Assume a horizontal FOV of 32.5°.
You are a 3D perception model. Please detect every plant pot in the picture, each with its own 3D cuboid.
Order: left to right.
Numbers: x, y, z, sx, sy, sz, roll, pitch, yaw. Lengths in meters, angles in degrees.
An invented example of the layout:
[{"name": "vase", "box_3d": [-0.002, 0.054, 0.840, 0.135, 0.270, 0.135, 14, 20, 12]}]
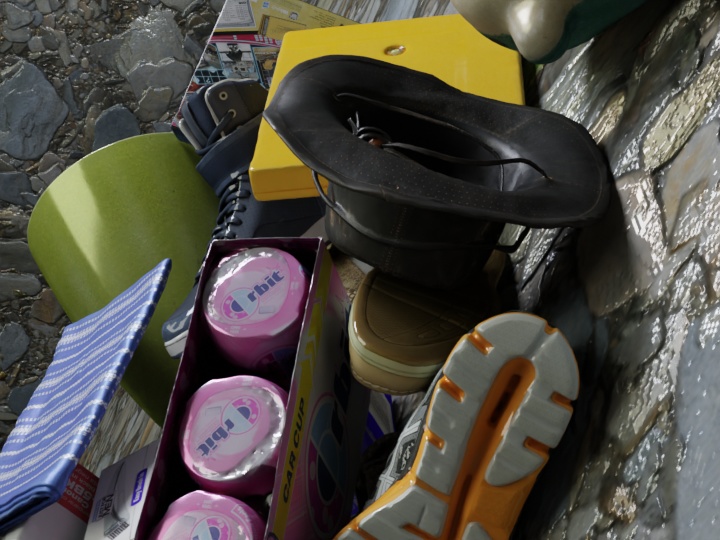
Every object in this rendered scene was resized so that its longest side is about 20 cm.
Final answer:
[{"name": "plant pot", "box_3d": [-0.149, 0.027, 0.991, 0.188, 0.186, 0.201, -54, 51, 37]}]

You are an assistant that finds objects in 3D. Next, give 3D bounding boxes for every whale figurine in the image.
[{"name": "whale figurine", "box_3d": [0.138, -0.179, 0.686, 0.199, 0.103, 0.160, 13, 77, 51]}]

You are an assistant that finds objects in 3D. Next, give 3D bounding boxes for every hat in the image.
[{"name": "hat", "box_3d": [0.035, -0.039, 0.638, 0.201, 0.199, 0.082, -94, 16, -63]}]

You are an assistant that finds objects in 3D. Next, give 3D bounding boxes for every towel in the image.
[{"name": "towel", "box_3d": [-0.204, 0.089, 0.842, 0.144, 0.024, 0.201, -31, 29, 42]}]

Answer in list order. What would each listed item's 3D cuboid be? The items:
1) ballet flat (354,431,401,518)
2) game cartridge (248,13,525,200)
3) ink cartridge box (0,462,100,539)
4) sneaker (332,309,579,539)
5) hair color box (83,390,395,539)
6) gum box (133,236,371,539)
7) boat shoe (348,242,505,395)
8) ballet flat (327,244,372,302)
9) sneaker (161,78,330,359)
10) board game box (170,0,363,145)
[{"name": "ballet flat", "box_3d": [0.000, 0.173, 0.643, 0.067, 0.046, 0.201, -46, 23, 54]}, {"name": "game cartridge", "box_3d": [0.023, -0.115, 0.833, 0.201, 0.174, 0.033, -83, -14, -53]}, {"name": "ink cartridge box", "box_3d": [-0.233, 0.238, 0.795, 0.147, 0.083, 0.200, -43, 14, 24]}, {"name": "sneaker", "box_3d": [0.042, 0.106, 0.574, 0.201, 0.078, 0.077, -59, -1, 14]}, {"name": "hair color box", "box_3d": [-0.074, 0.131, 0.775, 0.199, 0.065, 0.110, -28, 22, 9]}, {"name": "gum box", "box_3d": [-0.049, 0.098, 0.619, 0.114, 0.065, 0.201, 67, -153, -51]}, {"name": "boat shoe", "box_3d": [0.037, 0.030, 0.672, 0.200, 0.073, 0.067, -42, -27, -66]}, {"name": "ballet flat", "box_3d": [0.000, 0.000, 0.916, 0.065, 0.070, 0.200, -45, 20, 5]}, {"name": "sneaker", "box_3d": [-0.099, -0.044, 0.867, 0.202, 0.147, 0.077, -45, 11, -35]}, {"name": "board game box", "box_3d": [-0.031, -0.132, 0.969, 0.035, 0.198, 0.137, 89, -157, -78]}]
